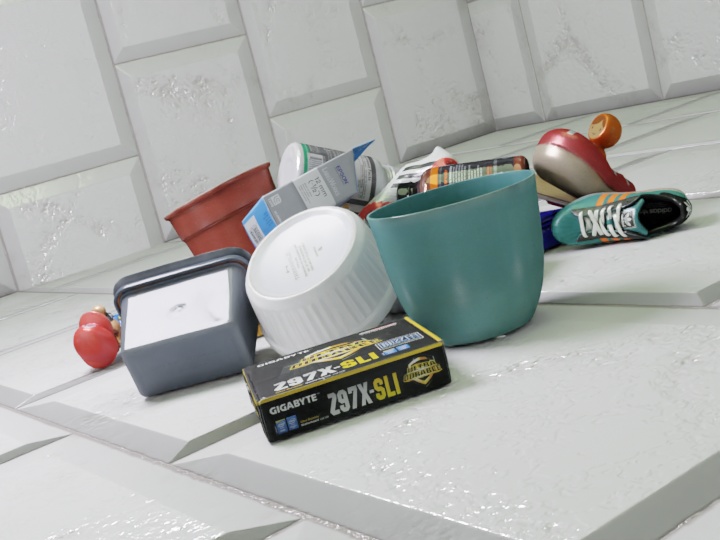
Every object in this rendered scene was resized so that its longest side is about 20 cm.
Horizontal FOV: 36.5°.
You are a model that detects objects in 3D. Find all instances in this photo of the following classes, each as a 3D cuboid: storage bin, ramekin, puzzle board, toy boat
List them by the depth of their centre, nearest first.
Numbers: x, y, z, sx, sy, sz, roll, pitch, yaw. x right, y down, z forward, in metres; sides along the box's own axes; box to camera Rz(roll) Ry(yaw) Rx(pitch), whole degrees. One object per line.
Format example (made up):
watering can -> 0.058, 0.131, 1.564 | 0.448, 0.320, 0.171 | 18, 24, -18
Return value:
ramekin -> -0.054, 0.007, 1.381 | 0.199, 0.095, 0.204 | -19, 40, 17
storage bin -> -0.220, 0.084, 1.425 | 0.196, 0.147, 0.135 | -14, 36, 5
toy boat -> 0.349, -0.174, 1.645 | 0.129, 0.133, 0.199 | 28, 7, 34
puzzle board -> 0.308, -0.127, 1.765 | 0.196, 0.018, 0.151 | 16, 17, -6

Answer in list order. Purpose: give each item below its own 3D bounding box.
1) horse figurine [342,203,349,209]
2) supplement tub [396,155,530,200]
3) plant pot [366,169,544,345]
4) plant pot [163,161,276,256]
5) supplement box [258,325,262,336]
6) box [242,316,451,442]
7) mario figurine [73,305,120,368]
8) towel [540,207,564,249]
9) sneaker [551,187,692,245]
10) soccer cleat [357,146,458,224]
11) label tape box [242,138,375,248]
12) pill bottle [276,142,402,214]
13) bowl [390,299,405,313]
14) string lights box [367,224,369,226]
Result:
horse figurine -> -0.087, -0.028, 1.599 | 0.199, 0.050, 0.132 | -35, -3, -26
supplement tub -> 0.155, -0.106, 1.617 | 0.196, 0.109, 0.107 | -6, 11, 13
plant pot -> 0.121, -0.010, 1.255 | 0.197, 0.164, 0.201 | -14, 10, 2
plant pot -> -0.194, -0.046, 1.812 | 0.198, 0.198, 0.201 | -27, 4, 2
supplement box -> -0.174, 0.066, 1.605 | 0.197, 0.070, 0.066 | -20, 10, -18
box -> -0.019, 0.110, 1.143 | 0.197, 0.050, 0.160 | -17, 11, -8
mario figurine -> -0.388, 0.081, 1.733 | 0.124, 0.106, 0.200 | -48, -8, 14
towel -> 0.238, -0.053, 1.679 | 0.197, 0.050, 0.147 | -19, 11, -22
sneaker -> 0.364, -0.077, 1.534 | 0.196, 0.073, 0.080 | -12, 5, 14
soccer cleat -> 0.068, -0.120, 1.718 | 0.199, 0.069, 0.086 | -37, 34, 10
label tape box -> -0.065, -0.107, 1.609 | 0.198, 0.067, 0.143 | -28, -2, -21
pill bottle -> -0.029, -0.135, 1.768 | 0.197, 0.115, 0.113 | 9, 0, -22
bowl -> 0.109, -0.001, 1.502 | 0.197, 0.076, 0.199 | -9, 11, 30
string lights box -> 0.000, 0.000, 1.586 | 0.058, 0.105, 0.199 | -11, 11, 30
